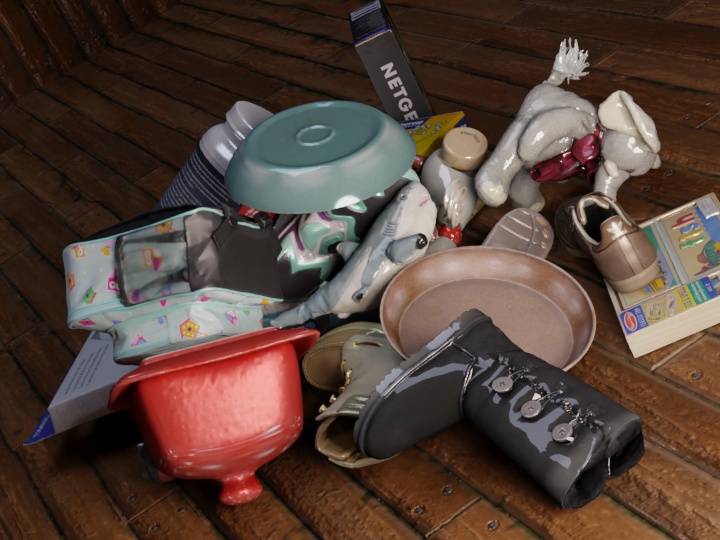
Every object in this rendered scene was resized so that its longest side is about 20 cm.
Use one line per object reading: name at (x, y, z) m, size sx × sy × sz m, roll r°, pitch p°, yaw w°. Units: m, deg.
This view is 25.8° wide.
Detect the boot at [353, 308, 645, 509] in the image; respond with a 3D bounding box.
boot at (0.110, 0.137, 1.287) m, size 0.165 × 0.066 × 0.200 m, roll -45°, pitch 52°, yaw -10°

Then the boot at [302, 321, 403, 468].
boot at (-0.005, 0.118, 1.483) m, size 0.199 × 0.073 × 0.155 m, roll -2°, pitch 30°, yaw 38°

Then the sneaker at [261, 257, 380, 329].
sneaker at (-0.051, 0.038, 1.698) m, size 0.198 × 0.090 × 0.079 m, roll -3°, pitch 42°, yaw 5°

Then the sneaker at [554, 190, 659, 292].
sneaker at (0.230, -0.049, 1.506) m, size 0.070 × 0.076 × 0.200 m, roll -29°, pitch 23°, yaw -3°

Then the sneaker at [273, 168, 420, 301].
sneaker at (-0.026, -0.070, 1.646) m, size 0.199 × 0.078 × 0.140 m, roll -34°, pitch 29°, yaw 17°

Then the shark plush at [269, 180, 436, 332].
shark plush at (0.000, 0.000, 1.560) m, size 0.200 × 0.084 × 0.091 m, roll -41°, pitch -24°, yaw 15°

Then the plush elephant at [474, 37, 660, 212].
plush elephant at (0.240, -0.124, 1.650) m, size 0.154 × 0.165 × 0.201 m, roll 27°, pitch 91°, yaw 22°

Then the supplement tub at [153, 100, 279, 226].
supplement tub at (-0.144, -0.072, 1.751) m, size 0.200 × 0.140 × 0.141 m, roll -53°, pitch 17°, yaw 16°

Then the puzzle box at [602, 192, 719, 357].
puzzle box at (0.293, 0.000, 1.463) m, size 0.132 × 0.026 × 0.200 m, roll -25°, pitch 23°, yaw 9°

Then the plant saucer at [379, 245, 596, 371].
plant saucer at (0.117, 0.051, 1.454) m, size 0.198 × 0.035 × 0.201 m, roll 1°, pitch 38°, yaw 0°

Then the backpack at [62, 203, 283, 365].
backpack at (-0.193, 0.018, 1.561) m, size 0.198 × 0.155 × 0.176 m, roll -4°, pitch -3°, yaw 25°

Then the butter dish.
butter dish at (-0.129, 0.147, 1.483) m, size 0.198 × 0.149 × 0.199 m, roll -13°, pitch -10°, yaw -13°

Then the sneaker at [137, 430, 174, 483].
sneaker at (-0.158, 0.134, 1.619) m, size 0.097 × 0.071 × 0.201 m, roll 11°, pitch 54°, yaw 20°

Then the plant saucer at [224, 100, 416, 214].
plant saucer at (-0.044, -0.124, 1.588) m, size 0.198 × 0.036 × 0.201 m, roll -7°, pitch 32°, yaw 5°

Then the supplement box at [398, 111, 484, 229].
supplement box at (0.049, -0.079, 1.790) m, size 0.109 × 0.109 × 0.200 m, roll -4°, pitch 33°, yaw 45°

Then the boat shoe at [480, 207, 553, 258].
boat shoe at (0.116, 0.021, 1.577) m, size 0.200 × 0.076 × 0.072 m, roll -39°, pitch -8°, yaw -21°

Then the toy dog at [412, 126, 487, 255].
toy dog at (0.072, -0.071, 1.663) m, size 0.096 × 0.133 × 0.200 m, roll 12°, pitch 30°, yaw 12°

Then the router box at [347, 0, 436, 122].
router box at (0.051, -0.227, 1.983) m, size 0.052 × 0.201 × 0.157 m, roll -25°, pitch 22°, yaw 7°

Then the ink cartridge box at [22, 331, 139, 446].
ink cartridge box at (-0.276, 0.100, 1.761) m, size 0.199 × 0.041 × 0.200 m, roll -23°, pitch 22°, yaw 19°
